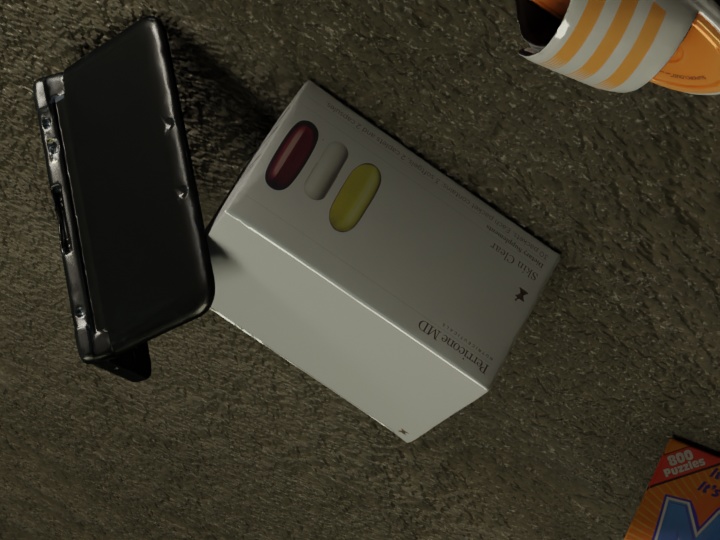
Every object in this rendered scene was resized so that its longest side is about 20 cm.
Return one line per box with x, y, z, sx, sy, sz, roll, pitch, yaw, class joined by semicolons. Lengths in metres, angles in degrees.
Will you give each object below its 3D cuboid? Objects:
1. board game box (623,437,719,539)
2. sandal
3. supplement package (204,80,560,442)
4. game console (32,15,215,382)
0.274;0.281;1.281;0.198;0.201;0.200;20;153;22;board game box
0.092;-0.133;0.890;0.206;0.059;0.079;32;156;-2;sandal
0.000;0.000;1.182;0.199;0.111;0.156;34;156;-6;supplement package
-0.145;-0.042;1.222;0.115;0.202;0.176;-14;166;9;game console
